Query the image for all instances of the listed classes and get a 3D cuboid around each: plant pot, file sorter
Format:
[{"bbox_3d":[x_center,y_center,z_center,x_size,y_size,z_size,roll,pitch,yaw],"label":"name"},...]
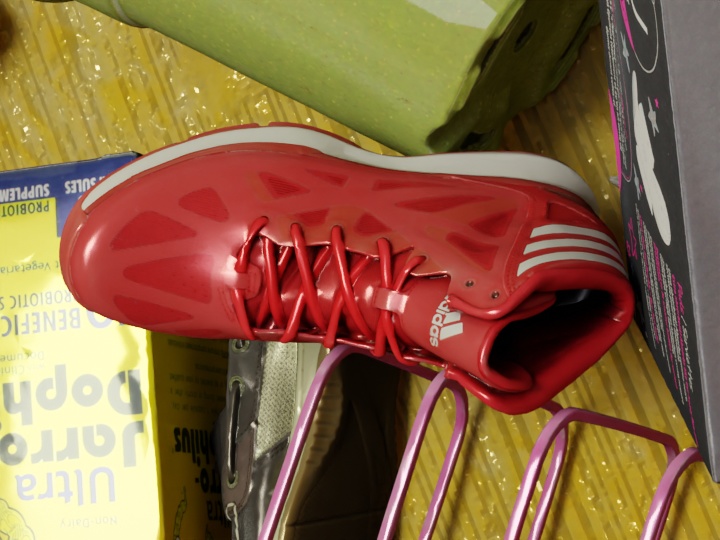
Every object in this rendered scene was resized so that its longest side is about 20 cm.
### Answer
[{"bbox_3d":[-0.004,-0.138,0.974,0.190,0.200,0.200,36,104,15],"label":"plant pot"},{"bbox_3d":[0.076,0.113,0.909,0.200,0.139,0.126,17,87,29],"label":"file sorter"}]

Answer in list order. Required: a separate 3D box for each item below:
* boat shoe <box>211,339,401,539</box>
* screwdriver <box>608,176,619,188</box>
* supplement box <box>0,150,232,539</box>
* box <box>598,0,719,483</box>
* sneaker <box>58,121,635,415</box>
[{"bbox_3d":[-0.026,0.071,1.024,0.065,0.073,0.200,3,80,38],"label":"boat shoe"},{"bbox_3d":[0.173,0.003,0.930,0.200,0.028,0.029,33,132,28],"label":"screwdriver"},{"bbox_3d":[-0.115,0.062,1.039,0.109,0.110,0.200,-7,82,16],"label":"supplement box"},{"bbox_3d":[0.154,-0.050,0.820,0.132,0.115,0.200,-11,121,-2],"label":"box"},{"bbox_3d":[0.000,0.000,0.874,0.200,0.116,0.078,-6,111,-10],"label":"sneaker"}]
